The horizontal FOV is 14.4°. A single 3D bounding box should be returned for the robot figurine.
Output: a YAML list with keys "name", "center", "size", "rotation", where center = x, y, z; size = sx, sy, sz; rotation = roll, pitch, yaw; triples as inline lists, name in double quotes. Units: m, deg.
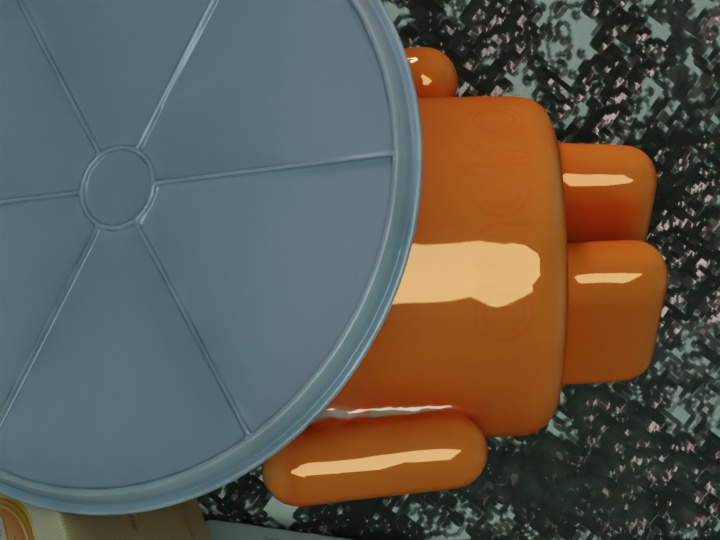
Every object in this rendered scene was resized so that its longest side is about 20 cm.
- name: "robot figurine"
  center: [0.000, -0.001, 0.951]
  size: [0.199, 0.117, 0.145]
  rotation: [-2, 95, -3]

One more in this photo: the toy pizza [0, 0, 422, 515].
- name: "toy pizza"
  center: [-0.069, -0.022, 0.887]
  size: [0.199, 0.032, 0.202]
  rotation: [-6, 74, 23]

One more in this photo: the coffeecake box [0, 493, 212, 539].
- name: "coffeecake box"
  center: [-0.123, 0.166, 0.905]
  size: [0.073, 0.154, 0.200]
  rotation: [31, 102, -24]

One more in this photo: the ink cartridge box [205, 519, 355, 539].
- name: "ink cartridge box"
  center: [0.020, 0.155, 0.916]
  size: [0.159, 0.200, 0.048]
  rotation: [9, 112, -4]
